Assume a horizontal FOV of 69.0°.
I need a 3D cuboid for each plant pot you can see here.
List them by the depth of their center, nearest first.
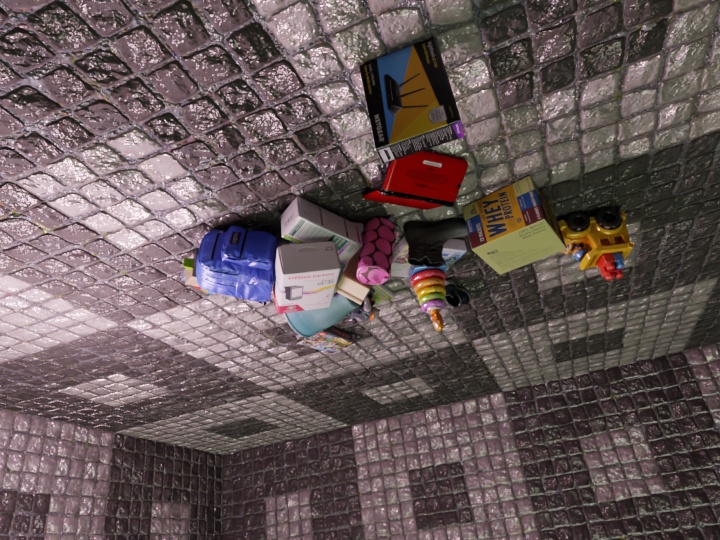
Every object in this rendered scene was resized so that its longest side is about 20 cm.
[{"bbox_3d":[-0.105,0.073,1.530,0.187,0.201,0.200,-21,148,23],"label":"plant pot"}]

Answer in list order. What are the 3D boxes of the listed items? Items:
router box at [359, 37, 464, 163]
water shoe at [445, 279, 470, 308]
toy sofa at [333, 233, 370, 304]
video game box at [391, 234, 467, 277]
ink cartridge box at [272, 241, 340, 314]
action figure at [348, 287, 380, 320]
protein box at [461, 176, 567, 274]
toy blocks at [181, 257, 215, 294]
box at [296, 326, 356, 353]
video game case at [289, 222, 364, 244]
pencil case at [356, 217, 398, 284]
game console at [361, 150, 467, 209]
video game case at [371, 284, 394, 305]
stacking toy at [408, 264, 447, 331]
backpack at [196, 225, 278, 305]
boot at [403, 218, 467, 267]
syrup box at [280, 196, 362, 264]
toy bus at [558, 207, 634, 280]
[{"bbox_3d":[0.086,-0.301,0.922,0.149,0.201,0.051,-16,152,12],"label":"router box"},{"bbox_3d":[0.326,0.099,1.813,0.071,0.079,0.200,-24,147,27],"label":"water shoe"},{"bbox_3d":[0.000,0.000,1.418,0.083,0.200,0.098,28,134,-3],"label":"toy sofa"},{"bbox_3d":[0.186,-0.038,1.570,0.199,0.047,0.182,5,151,-23],"label":"video game box"},{"bbox_3d":[-0.140,0.021,1.321,0.147,0.086,0.200,-6,151,-16],"label":"ink cartridge box"},{"bbox_3d":[-0.031,0.136,1.725,0.193,0.105,0.200,9,145,-10],"label":"action figure"},{"bbox_3d":[0.411,-0.113,1.402,0.198,0.135,0.200,-24,148,28],"label":"protein box"},{"bbox_3d":[-0.422,0.025,1.498,0.199,0.100,0.137,11,157,-30],"label":"toy blocks"},{"bbox_3d":[-0.131,0.265,2.032,0.136,0.038,0.200,-28,145,31],"label":"box"},{"bbox_3d":[-0.104,-0.074,1.454,0.181,0.024,0.200,3,149,-18],"label":"video game case"},{"bbox_3d":[0.046,-0.050,1.356,0.093,0.201,0.091,27,135,-15],"label":"pencil case"},{"bbox_3d":[0.128,-0.218,1.266,0.199,0.119,0.173,6,117,-24],"label":"game console"},{"bbox_3d":[-0.008,0.080,1.754,0.181,0.023,0.200,-21,147,22],"label":"video game case"},{"bbox_3d":[0.212,0.086,1.546,0.109,0.201,0.116,-5,153,-6],"label":"stacking toy"},{"bbox_3d":[-0.317,-0.031,1.347,0.199,0.163,0.168,9,134,-7],"label":"backpack"},{"bbox_3d":[0.217,-0.068,1.436,0.199,0.132,0.070,-5,150,-6],"label":"boot"},{"bbox_3d":[-0.096,-0.099,1.321,0.199,0.082,0.079,24,127,-32],"label":"syrup box"},{"bbox_3d":[0.672,-0.062,1.505,0.199,0.193,0.136,-7,152,1],"label":"toy bus"}]
